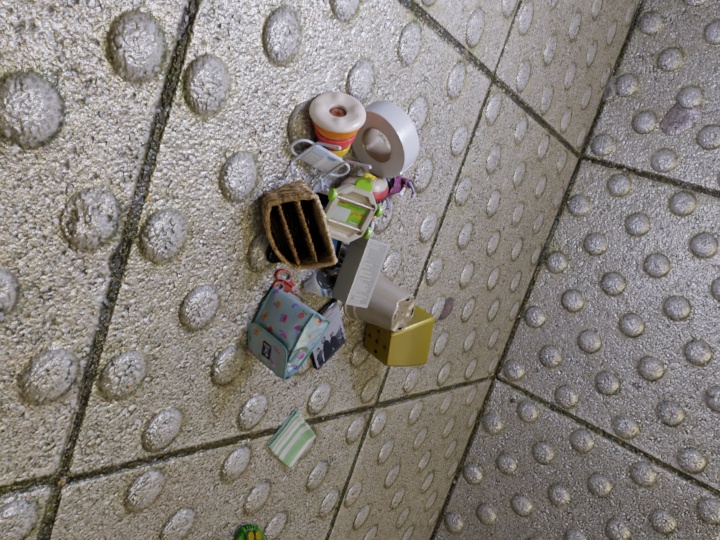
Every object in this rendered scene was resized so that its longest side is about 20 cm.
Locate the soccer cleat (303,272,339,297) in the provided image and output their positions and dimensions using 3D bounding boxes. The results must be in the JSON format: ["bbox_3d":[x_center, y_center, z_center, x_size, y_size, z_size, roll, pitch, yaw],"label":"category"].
[{"bbox_3d":[-0.092,0.048,1.806,0.199,0.086,0.071,16,55,-52],"label":"soccer cleat"}]

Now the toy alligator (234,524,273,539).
[{"bbox_3d":[-0.357,0.872,1.986,0.199,0.059,0.055,29,46,-58],"label":"toy alligator"}]

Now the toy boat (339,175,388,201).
[{"bbox_3d":[0.012,-0.198,1.694,0.200,0.128,0.133,-58,150,-73],"label":"toy boat"}]

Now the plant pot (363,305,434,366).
[{"bbox_3d":[0.124,0.231,2.140,0.175,0.199,0.203,-15,124,-37],"label":"plant pot"}]

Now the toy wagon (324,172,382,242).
[{"bbox_3d":[-0.018,-0.169,1.569,0.153,0.040,0.202,16,114,-28],"label":"toy wagon"}]

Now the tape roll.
[{"bbox_3d":[0.064,-0.359,1.644,0.071,0.201,0.204,-41,141,-32],"label":"tape roll"}]

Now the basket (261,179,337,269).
[{"bbox_3d":[-0.162,-0.101,1.488,0.141,0.149,0.202,-22,121,-13],"label":"basket"}]

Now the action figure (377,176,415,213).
[{"bbox_3d":[0.091,-0.267,1.873,0.199,0.133,0.151,-23,87,-62],"label":"action figure"}]

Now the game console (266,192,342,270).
[{"bbox_3d":[-0.139,-0.104,1.596,0.175,0.115,0.203,-9,117,-53],"label":"game console"}]

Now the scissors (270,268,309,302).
[{"bbox_3d":[-0.189,0.046,1.717,0.199,0.014,0.074,24,90,-57],"label":"scissors"}]

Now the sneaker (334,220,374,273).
[{"bbox_3d":[-0.026,-0.076,1.832,0.201,0.075,0.081,-52,159,-16],"label":"sneaker"}]

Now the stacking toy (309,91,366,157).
[{"bbox_3d":[-0.069,-0.348,1.564,0.146,0.146,0.201,-41,160,-32],"label":"stacking toy"}]

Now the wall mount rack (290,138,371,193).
[{"bbox_3d":[-0.078,-0.273,1.518,0.199,0.173,0.076,22,52,-46],"label":"wall mount rack"}]

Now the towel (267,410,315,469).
[{"bbox_3d":[-0.225,0.568,2.000,0.153,0.023,0.201,-49,145,-22],"label":"towel"}]

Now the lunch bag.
[{"bbox_3d":[-0.209,0.175,1.625,0.201,0.169,0.122,-58,150,-3],"label":"lunch bag"}]

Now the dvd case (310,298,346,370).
[{"bbox_3d":[-0.113,0.206,1.923,0.150,0.025,0.202,-43,141,-31],"label":"dvd case"}]

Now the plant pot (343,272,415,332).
[{"bbox_3d":[0.076,0.108,1.984,0.200,0.182,0.203,-33,136,-40],"label":"plant pot"}]

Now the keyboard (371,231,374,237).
[{"bbox_3d":[0.001,-0.037,1.867,0.056,0.011,0.201,-46,166,-45],"label":"keyboard"}]

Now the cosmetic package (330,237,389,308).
[{"bbox_3d":[0.000,0.000,1.746,0.103,0.073,0.202,15,98,-48],"label":"cosmetic package"}]
